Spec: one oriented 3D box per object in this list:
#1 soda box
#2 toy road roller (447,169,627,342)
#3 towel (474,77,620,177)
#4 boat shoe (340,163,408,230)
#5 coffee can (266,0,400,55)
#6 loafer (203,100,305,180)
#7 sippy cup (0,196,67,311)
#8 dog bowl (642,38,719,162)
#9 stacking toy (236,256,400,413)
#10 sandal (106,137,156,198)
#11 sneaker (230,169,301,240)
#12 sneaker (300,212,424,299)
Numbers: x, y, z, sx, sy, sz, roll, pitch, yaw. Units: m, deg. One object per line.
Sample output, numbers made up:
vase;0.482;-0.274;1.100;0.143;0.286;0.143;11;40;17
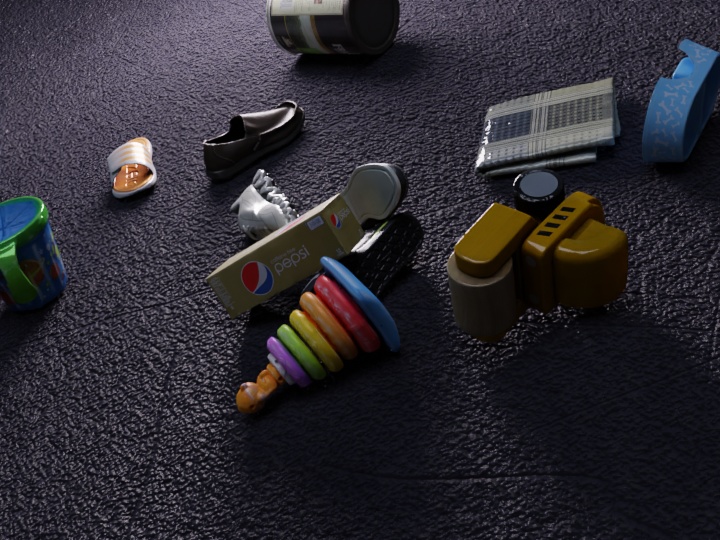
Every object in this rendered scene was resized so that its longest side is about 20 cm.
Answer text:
soda box;-0.095;-0.016;1.422;0.199;0.064;0.068;-28;10;30
toy road roller;0.203;-0.005;1.249;0.145;0.124;0.200;26;56;35
towel;0.265;-0.197;1.594;0.198;0.035;0.193;-11;31;20
boat shoe;0.020;-0.099;1.478;0.060;0.076;0.200;-23;0;-26
coffee can;-0.050;-0.462;2.042;0.199;0.147;0.146;10;43;39
loafer;-0.172;-0.222;1.830;0.200;0.072;0.073;-39;37;-26
sippy cup;-0.496;-0.017;1.660;0.138;0.131;0.179;-4;37;24
dog bowl;0.415;-0.214;1.459;0.049;0.112;0.200;15;45;25
stacking toy;-0.064;0.092;1.305;0.200;0.116;0.110;-41;41;-6
sandal;-0.392;-0.189;1.919;0.078;0.060;0.207;-21;33;0
sneaker;-0.124;-0.068;1.593;0.081;0.075;0.200;-39;32;-2
sneaker;0.000;0.000;1.435;0.199;0.072;0.083;-37;12;-25
